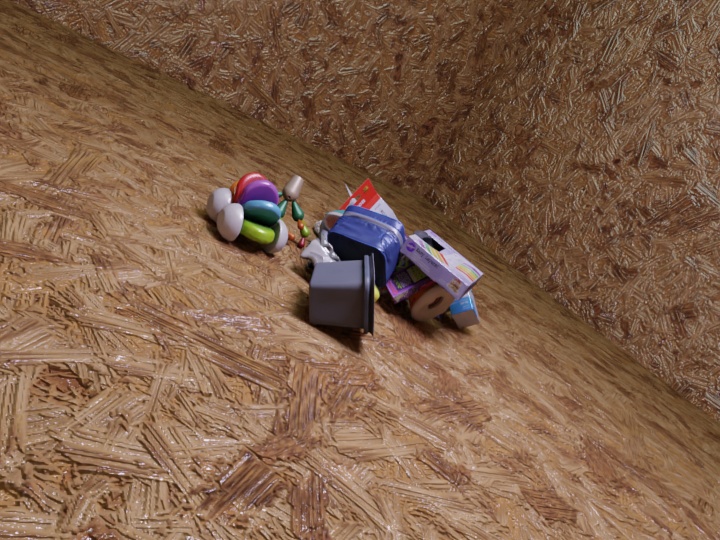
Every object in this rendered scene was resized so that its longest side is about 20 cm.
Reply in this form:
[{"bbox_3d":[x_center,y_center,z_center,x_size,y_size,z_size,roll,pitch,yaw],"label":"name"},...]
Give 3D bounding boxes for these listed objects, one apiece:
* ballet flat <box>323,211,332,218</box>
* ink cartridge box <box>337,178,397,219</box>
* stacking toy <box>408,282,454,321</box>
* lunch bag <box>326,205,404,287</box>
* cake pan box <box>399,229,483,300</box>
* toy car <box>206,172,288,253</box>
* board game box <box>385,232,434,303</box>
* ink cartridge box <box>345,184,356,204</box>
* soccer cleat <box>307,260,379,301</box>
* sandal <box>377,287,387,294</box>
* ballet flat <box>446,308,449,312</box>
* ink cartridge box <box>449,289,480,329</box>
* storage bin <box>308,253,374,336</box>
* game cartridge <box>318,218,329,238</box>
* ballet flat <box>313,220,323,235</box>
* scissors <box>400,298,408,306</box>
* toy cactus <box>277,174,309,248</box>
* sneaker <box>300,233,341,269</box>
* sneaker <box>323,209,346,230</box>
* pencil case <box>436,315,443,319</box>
[{"bbox_3d":[-0.060,-0.148,1.881,0.073,0.066,0.199,-12,-4,18],"label":"ballet flat"},{"bbox_3d":[0.022,-0.144,1.734,0.047,0.160,0.201,37,-11,43],"label":"ink cartridge box"},{"bbox_3d":[0.155,0.018,1.552,0.144,0.147,0.203,11,39,-50],"label":"stacking toy"},{"bbox_3d":[0.013,-0.071,1.470,0.195,0.139,0.133,22,50,21],"label":"lunch bag"},{"bbox_3d":[0.204,-0.021,1.469,0.199,0.053,0.183,41,20,14],"label":"cake pan box"},{"bbox_3d":[-0.250,-0.145,1.363,0.172,0.153,0.200,18,18,-38],"label":"toy car"},{"bbox_3d":[0.100,-0.013,1.511,0.202,0.117,0.033,-119,-172,-46],"label":"board game box"},{"bbox_3d":[0.004,-0.151,1.875,0.201,0.044,0.178,53,7,-44],"label":"ink cartridge box"},{"bbox_3d":[-0.044,0.024,1.431,0.197,0.065,0.084,36,45,3],"label":"soccer cleat"},{"bbox_3d":[0.002,0.004,1.550,0.202,0.060,0.079,22,17,-30],"label":"sandal"},{"bbox_3d":[0.216,0.065,1.793,0.066,0.070,0.201,51,0,-42],"label":"ballet flat"},{"bbox_3d":[0.281,0.048,1.678,0.116,0.065,0.206,48,29,-58],"label":"ink cartridge box"},{"bbox_3d":[-0.036,0.054,1.206,0.129,0.151,0.201,1,16,1],"label":"storage bin"},{"bbox_3d":[-0.028,-0.065,1.638,0.195,0.041,0.137,24,54,-22],"label":"game cartridge"},{"bbox_3d":[-0.090,-0.115,1.746,0.070,0.073,0.201,22,17,-25],"label":"ballet flat"},{"bbox_3d":[0.076,0.009,1.619,0.203,0.014,0.073,56,20,0],"label":"scissors"},{"bbox_3d":[-0.201,-0.170,1.544,0.197,0.168,0.102,32,-6,-8],"label":"toy cactus"},{"bbox_3d":[-0.067,0.023,1.362,0.202,0.088,0.074,54,-9,4],"label":"sneaker"},{"bbox_3d":[0.002,-0.124,1.581,0.195,0.073,0.080,21,34,18],"label":"sneaker"},{"bbox_3d":[0.178,0.053,1.692,0.084,0.080,0.200,3,28,-32],"label":"pencil case"}]
